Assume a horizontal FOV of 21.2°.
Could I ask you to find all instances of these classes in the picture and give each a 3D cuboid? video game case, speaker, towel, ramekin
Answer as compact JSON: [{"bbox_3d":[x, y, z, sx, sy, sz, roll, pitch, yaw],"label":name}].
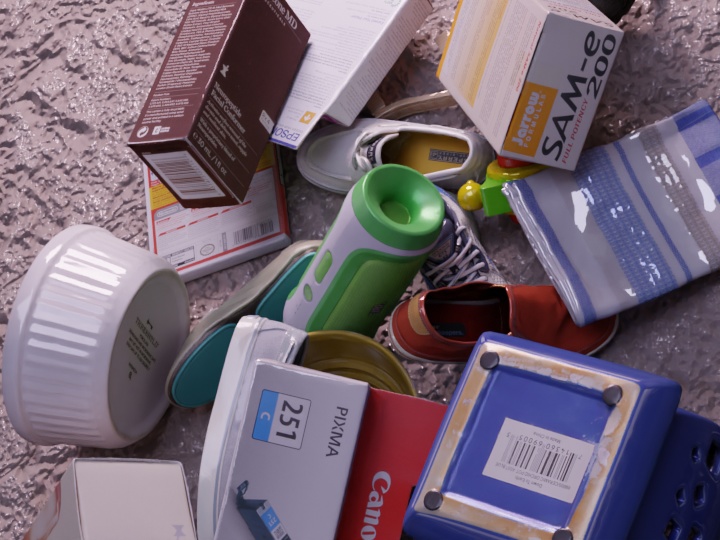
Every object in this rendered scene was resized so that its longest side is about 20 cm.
[{"bbox_3d":[-0.142,-0.090,1.847,0.142,0.017,0.201,-19,58,18],"label":"video game case"},{"bbox_3d":[0.000,0.000,1.624,0.200,0.088,0.089,122,142,-48],"label":"speaker"},{"bbox_3d":[0.233,-0.049,1.587,0.199,0.024,0.147,-22,65,-7],"label":"towel"},{"bbox_3d":[-0.227,0.066,1.708,0.094,0.202,0.203,13,71,20],"label":"ramekin"}]

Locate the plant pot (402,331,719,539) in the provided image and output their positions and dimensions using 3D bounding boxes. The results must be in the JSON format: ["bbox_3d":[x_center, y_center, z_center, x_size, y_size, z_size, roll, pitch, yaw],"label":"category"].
[{"bbox_3d":[0.157,0.166,1.465,0.199,0.180,0.201,15,72,32],"label":"plant pot"}]

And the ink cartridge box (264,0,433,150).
[{"bbox_3d":[-0.058,-0.199,1.814,0.196,0.043,0.200,21,70,44],"label":"ink cartridge box"}]

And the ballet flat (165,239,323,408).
[{"bbox_3d":[-0.101,0.044,1.737,0.200,0.069,0.070,-41,54,0],"label":"ballet flat"}]

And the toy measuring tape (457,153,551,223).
[{"bbox_3d":[0.180,-0.086,1.663,0.199,0.074,0.074,-13,58,1],"label":"toy measuring tape"}]

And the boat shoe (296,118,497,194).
[{"bbox_3d":[0.024,-0.104,1.730,0.199,0.070,0.071,6,84,27],"label":"boat shoe"}]

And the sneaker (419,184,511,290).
[{"bbox_3d":[0.080,0.002,1.645,0.077,0.085,0.200,-35,57,7],"label":"sneaker"}]

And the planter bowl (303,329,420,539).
[{"bbox_3d":[-0.023,0.158,1.617,0.199,0.083,0.202,-12,62,23],"label":"planter bowl"}]

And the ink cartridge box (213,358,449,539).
[{"bbox_3d":[-0.019,0.185,1.507,0.175,0.045,0.201,13,88,3],"label":"ink cartridge box"}]

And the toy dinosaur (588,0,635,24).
[{"bbox_3d":[0.215,-0.256,1.683,0.077,0.200,0.102,29,54,9],"label":"toy dinosaur"}]

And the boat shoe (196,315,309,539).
[{"bbox_3d":[-0.084,0.138,1.563,0.071,0.070,0.202,10,81,11],"label":"boat shoe"}]

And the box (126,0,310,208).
[{"bbox_3d":[-0.124,-0.164,1.728,0.075,0.100,0.201,-3,55,33],"label":"box"}]

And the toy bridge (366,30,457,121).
[{"bbox_3d":[0.091,-0.190,1.774,0.200,0.027,0.067,-36,56,8],"label":"toy bridge"}]

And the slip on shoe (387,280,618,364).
[{"bbox_3d":[0.123,0.041,1.567,0.199,0.061,0.075,0,68,-19],"label":"slip on shoe"}]

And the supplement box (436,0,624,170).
[{"bbox_3d":[0.139,-0.182,1.630,0.200,0.073,0.127,-118,42,-61],"label":"supplement box"}]

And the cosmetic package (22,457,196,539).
[{"bbox_3d":[-0.221,0.243,1.604,0.200,0.103,0.088,-51,42,44],"label":"cosmetic package"}]
